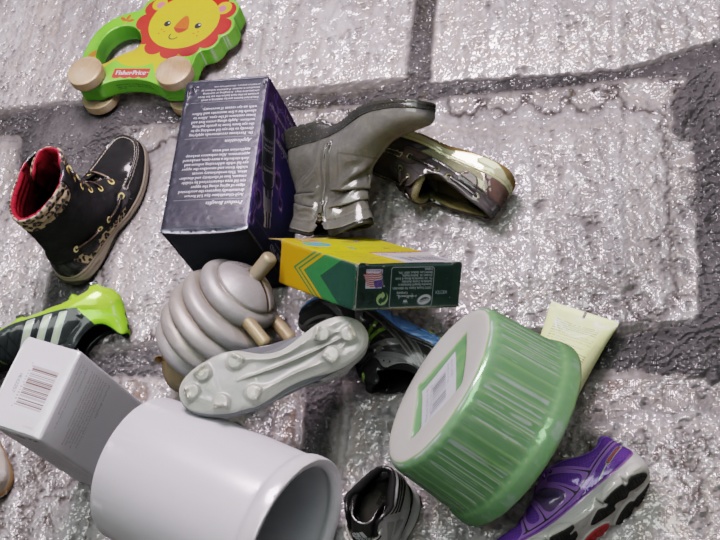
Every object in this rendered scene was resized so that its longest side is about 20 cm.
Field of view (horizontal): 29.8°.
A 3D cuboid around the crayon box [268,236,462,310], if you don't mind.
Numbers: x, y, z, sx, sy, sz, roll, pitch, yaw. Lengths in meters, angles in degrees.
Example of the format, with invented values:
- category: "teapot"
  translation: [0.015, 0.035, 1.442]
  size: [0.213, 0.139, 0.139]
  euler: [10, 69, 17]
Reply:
- category: "crayon box"
  translation: [0.000, 0.000, 1.425]
  size: [0.200, 0.127, 0.051]
  euler: [19, 107, 59]

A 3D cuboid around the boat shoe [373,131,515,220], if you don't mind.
- category: "boat shoe"
  translation: [0.072, -0.108, 1.515]
  size: [0.200, 0.073, 0.065]
  euler: [15, 59, 23]

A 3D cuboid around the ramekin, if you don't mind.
- category: "ramekin"
  translation: [0.113, 0.134, 1.299]
  size: [0.098, 0.200, 0.200]
  euler: [32, 73, -12]

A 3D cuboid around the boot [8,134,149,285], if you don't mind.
- category: "boot"
  translation: [-0.330, -0.099, 1.591]
  size: [0.073, 0.151, 0.200]
  euler: [18, 71, 24]

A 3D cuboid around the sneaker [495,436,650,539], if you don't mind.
- category: "sneaker"
  translation: [0.189, 0.238, 1.318]
  size: [0.200, 0.081, 0.083]
  euler: [-34, 46, -12]

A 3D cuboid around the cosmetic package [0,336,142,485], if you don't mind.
- category: "cosmetic package"
  translation: [-0.297, 0.157, 1.422]
  size: [0.074, 0.200, 0.102]
  euler: [14, 68, 23]

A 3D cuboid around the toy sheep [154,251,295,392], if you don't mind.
- category: "toy sheep"
  translation: [-0.149, 0.057, 1.466]
  size: [0.200, 0.138, 0.138]
  euler: [-48, 57, 19]

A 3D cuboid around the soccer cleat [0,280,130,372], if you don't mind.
- category: "soccer cleat"
  translation: [-0.362, 0.086, 1.560]
  size: [0.200, 0.068, 0.081]
  euler: [-26, 72, 3]

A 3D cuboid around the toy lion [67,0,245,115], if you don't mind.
- category: "toy lion"
  translation: [-0.252, -0.291, 1.722]
  size: [0.199, 0.069, 0.192]
  euler: [2, 58, 19]

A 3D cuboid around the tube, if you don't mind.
- category: "tube"
  translation: [0.193, 0.126, 1.380]
  size: [0.058, 0.052, 0.200]
  euler: [32, 69, -13]

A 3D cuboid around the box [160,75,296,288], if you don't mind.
- category: "box"
  translation: [-0.140, -0.097, 1.535]
  size: [0.104, 0.148, 0.201]
  euler: [-2, 65, 15]

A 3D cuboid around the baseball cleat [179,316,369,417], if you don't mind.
- category: "baseball cleat"
  translation: [-0.083, 0.109, 1.385]
  size: [0.199, 0.106, 0.070]
  euler: [-17, 71, 0]

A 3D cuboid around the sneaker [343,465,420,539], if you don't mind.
- category: "sneaker"
  translation: [-0.008, 0.282, 1.319]
  size: [0.075, 0.115, 0.201]
  euler: [13, 69, 22]

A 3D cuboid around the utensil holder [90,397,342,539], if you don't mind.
- category: "utensil holder"
  translation: [-0.146, 0.235, 1.358]
  size: [0.200, 0.170, 0.170]
  euler: [18, 70, 27]

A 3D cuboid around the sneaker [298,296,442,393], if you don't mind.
- category: "sneaker"
  translation: [0.013, 0.085, 1.438]
  size: [0.199, 0.071, 0.083]
  euler: [25, 67, 23]

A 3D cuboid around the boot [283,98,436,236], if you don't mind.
- category: "boot"
  translation: [0.004, -0.108, 1.491]
  size: [0.200, 0.068, 0.131]
  euler: [-14, 78, 31]

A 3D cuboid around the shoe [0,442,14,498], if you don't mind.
- category: "shoe"
  translation: [-0.457, 0.174, 1.547]
  size: [0.070, 0.053, 0.200]
  euler: [-37, 60, -4]
